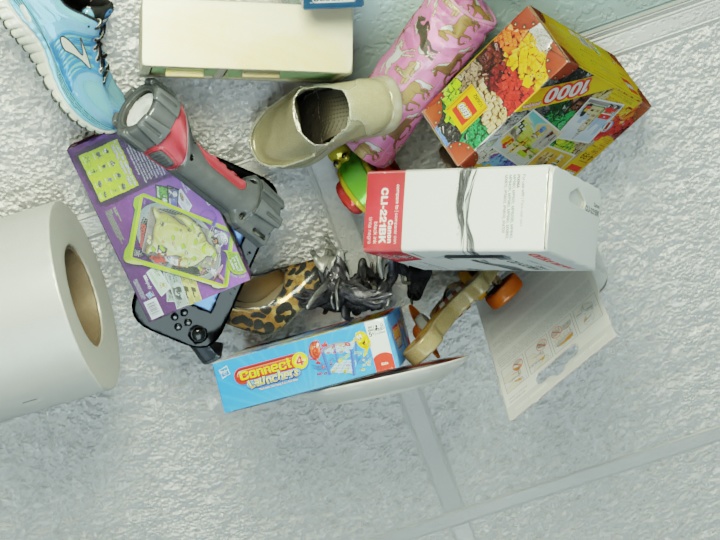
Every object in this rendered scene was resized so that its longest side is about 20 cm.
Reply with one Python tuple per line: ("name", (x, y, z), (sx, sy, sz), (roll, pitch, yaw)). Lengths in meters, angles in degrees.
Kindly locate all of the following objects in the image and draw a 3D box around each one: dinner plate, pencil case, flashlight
("dinner plate", (0.024, 0.123, 1.471), (0.197, 0.200, 0.025), (-12, 89, -2))
("pencil case", (0.053, -0.198, 1.329), (0.082, 0.087, 0.201), (8, 130, -44))
("flashlight", (-0.154, -0.107, 1.323), (0.068, 0.068, 0.199), (-47, 130, 6))

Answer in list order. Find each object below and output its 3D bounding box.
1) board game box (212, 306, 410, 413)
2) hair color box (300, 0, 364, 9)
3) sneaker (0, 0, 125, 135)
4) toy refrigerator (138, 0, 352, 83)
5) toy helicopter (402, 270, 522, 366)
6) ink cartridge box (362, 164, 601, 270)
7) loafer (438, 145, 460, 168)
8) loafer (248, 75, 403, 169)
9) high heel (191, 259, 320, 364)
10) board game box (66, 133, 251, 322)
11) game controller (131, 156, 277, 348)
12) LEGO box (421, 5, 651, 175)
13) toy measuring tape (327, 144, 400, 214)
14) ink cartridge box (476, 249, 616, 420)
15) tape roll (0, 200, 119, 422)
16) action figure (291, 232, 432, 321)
("board game box", (-0.047, 0.096, 1.486), (0.193, 0.200, 0.057), (-16, 90, 6))
("hair color box", (-0.029, -0.344, 1.180), (0.060, 0.101, 0.202), (-4, 130, -7))
("sneaker", (-0.263, -0.213, 1.259), (0.089, 0.079, 0.201), (-26, 130, 6))
("toy refrigerator", (-0.110, -0.214, 1.273), (0.197, 0.076, 0.071), (1, 90, -13))
("toy helicopter", (0.090, 0.051, 1.491), (0.079, 0.200, 0.132), (49, 126, -4))
("ink cartridge box", (0.122, -0.049, 1.325), (0.198, 0.085, 0.144), (-1, 172, 30))
("loafer", (0.142, -0.073, 1.462), (0.071, 0.074, 0.200), (-34, 127, 18))
("loafer", (-0.048, -0.149, 1.314), (0.198, 0.077, 0.068), (-16, 170, 43))
("high heel", (-0.138, 0.007, 1.481), (0.199, 0.072, 0.143), (-32, 120, 10))
("board game box", (-0.205, -0.059, 1.379), (0.119, 0.032, 0.202), (-21, 107, 7))
("game controller", (-0.166, -0.019, 1.424), (0.103, 0.042, 0.202), (21, 101, -21))
("LEGO box", (0.179, -0.163, 1.340), (0.149, 0.078, 0.199), (-43, 152, 23))
("toy measuring tape", (0.033, -0.073, 1.442), (0.073, 0.074, 0.200), (-36, 127, 19))
("ink cartridge box", (0.215, 0.060, 1.505), (0.050, 0.201, 0.161), (30, 119, -32))
("tape roll", (-0.346, 0.044, 1.375), (0.137, 0.204, 0.204), (-15, 131, 2))
("action figure", (0.000, 0.000, 1.432), (0.117, 0.104, 0.199), (-7, 179, 24))
